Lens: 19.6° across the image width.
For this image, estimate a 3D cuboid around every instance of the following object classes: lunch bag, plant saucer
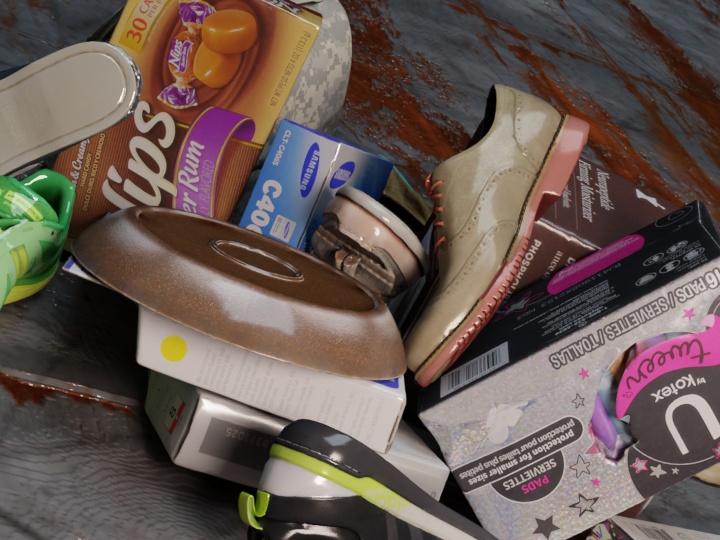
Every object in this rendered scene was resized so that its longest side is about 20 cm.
[{"bbox_3d":[-0.099,-0.120,1.432,0.139,0.168,0.200,37,23,20],"label":"lunch bag"},{"bbox_3d":[-0.062,0.007,1.159,0.199,0.032,0.200,21,11,-4],"label":"plant saucer"}]

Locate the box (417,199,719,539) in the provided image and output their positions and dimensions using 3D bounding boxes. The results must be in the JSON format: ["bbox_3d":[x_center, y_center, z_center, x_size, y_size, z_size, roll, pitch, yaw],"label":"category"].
[{"bbox_3d":[0.146,0.067,1.231,0.115,0.199,0.132,59,10,-13],"label":"box"}]

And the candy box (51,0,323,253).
[{"bbox_3d":[-0.117,-0.092,1.303,0.116,0.201,0.057,26,14,-7],"label":"candy box"}]

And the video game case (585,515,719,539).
[{"bbox_3d":[0.243,0.222,1.235,0.199,0.036,0.181,17,23,-51],"label":"video game case"}]

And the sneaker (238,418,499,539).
[{"bbox_3d":[0.009,0.155,1.114,0.200,0.083,0.072,38,-17,-30],"label":"sneaker"}]

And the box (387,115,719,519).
[{"bbox_3d":[0.132,0.028,1.390,0.199,0.165,0.166,26,22,-7],"label":"box"}]

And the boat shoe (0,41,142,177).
[{"bbox_3d":[-0.225,-0.085,1.243,0.062,0.199,0.075,19,46,-88],"label":"boat shoe"}]

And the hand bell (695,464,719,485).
[{"bbox_3d":[0.280,0.044,1.485,0.104,0.201,0.104,24,23,-11],"label":"hand bell"}]

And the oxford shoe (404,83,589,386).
[{"bbox_3d":[0.063,-0.023,1.235,0.074,0.071,0.201,31,61,-2],"label":"oxford shoe"}]

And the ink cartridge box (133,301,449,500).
[{"bbox_3d":[-0.054,0.084,1.237,0.161,0.050,0.200,19,6,-21],"label":"ink cartridge box"}]

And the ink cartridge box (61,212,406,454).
[{"bbox_3d":[-0.071,0.034,1.205,0.199,0.047,0.198,19,10,-2],"label":"ink cartridge box"}]

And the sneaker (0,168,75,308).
[{"bbox_3d":[-0.216,-0.012,1.170,0.074,0.084,0.200,29,23,1],"label":"sneaker"}]

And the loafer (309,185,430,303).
[{"bbox_3d":[0.000,0.000,1.299,0.072,0.063,0.200,38,-5,6],"label":"loafer"}]

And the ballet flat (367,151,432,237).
[{"bbox_3d":[0.036,-0.021,1.531,0.072,0.068,0.200,-19,48,-35],"label":"ballet flat"}]

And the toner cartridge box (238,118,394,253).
[{"bbox_3d":[-0.030,-0.041,1.365,0.043,0.096,0.200,22,4,10],"label":"toner cartridge box"}]
